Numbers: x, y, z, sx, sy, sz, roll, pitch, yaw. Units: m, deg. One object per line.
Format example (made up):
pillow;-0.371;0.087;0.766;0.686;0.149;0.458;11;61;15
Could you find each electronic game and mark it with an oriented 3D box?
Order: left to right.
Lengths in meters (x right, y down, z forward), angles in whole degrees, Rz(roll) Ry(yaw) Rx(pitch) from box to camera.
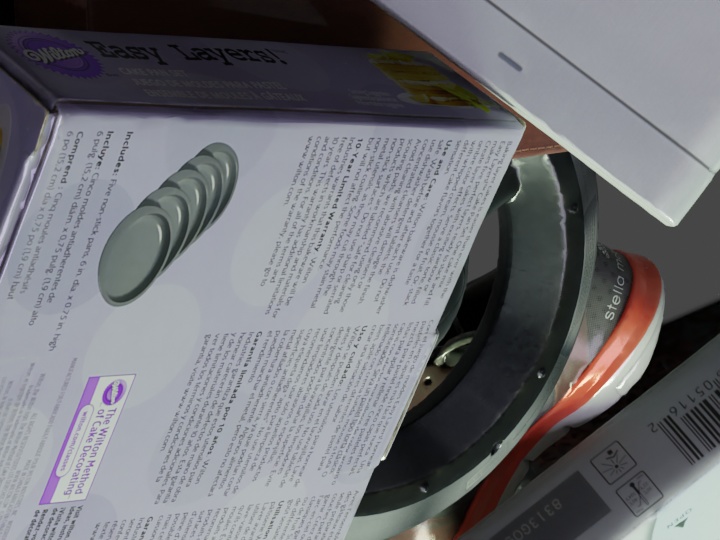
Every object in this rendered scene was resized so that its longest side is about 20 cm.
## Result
electronic game;0.000;0.000;0.940;0.200;0.042;0.200;-11;110;-31

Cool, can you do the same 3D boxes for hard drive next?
hard drive;0.097;-0.132;0.785;0.132;0.027;0.200;37;92;-1

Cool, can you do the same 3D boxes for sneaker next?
sneaker;0.025;0.053;1.057;0.082;0.077;0.200;30;112;-29

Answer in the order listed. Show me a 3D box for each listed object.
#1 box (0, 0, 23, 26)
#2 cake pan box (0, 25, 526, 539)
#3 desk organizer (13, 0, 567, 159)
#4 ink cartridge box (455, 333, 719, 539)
box;-0.119;0.022;0.897;0.199;0.050;0.200;-57;139;-14
cake pan box;-0.060;0.032;0.767;0.184;0.052;0.200;-2;122;-45
desk organizer;-0.004;-0.073;0.849;0.200;0.072;0.077;-9;107;-25
ink cartridge box;0.126;0.112;1.104;0.160;0.047;0.200;-38;150;-4
